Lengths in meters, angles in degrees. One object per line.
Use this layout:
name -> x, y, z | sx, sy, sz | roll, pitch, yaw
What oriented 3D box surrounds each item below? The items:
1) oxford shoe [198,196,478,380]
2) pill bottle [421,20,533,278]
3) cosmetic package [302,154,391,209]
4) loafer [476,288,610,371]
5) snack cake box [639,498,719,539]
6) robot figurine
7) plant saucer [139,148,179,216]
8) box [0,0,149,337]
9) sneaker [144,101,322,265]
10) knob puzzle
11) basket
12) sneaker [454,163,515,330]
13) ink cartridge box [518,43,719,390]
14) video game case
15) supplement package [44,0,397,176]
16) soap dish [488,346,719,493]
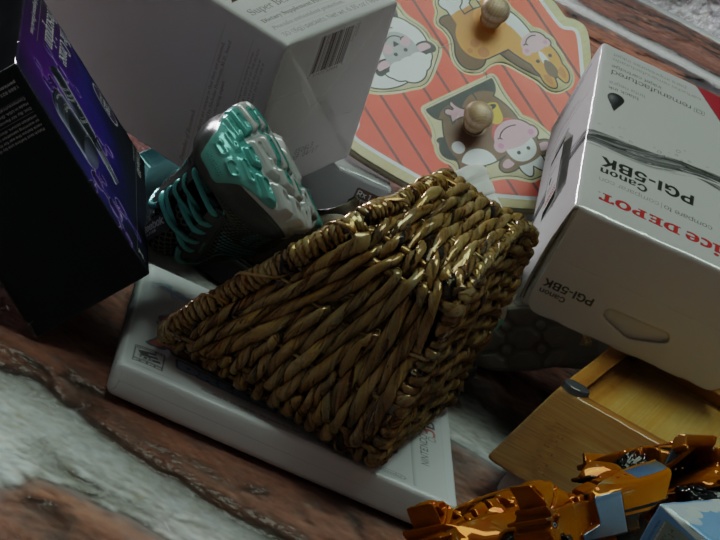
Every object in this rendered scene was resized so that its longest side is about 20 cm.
oxford shoe -> -0.008, 0.002, 1.627 | 0.200, 0.084, 0.073 | 31, 15, 9
pill bottle -> 0.094, -0.073, 1.816 | 0.200, 0.120, 0.120 | 57, 18, 0
cosmetic package -> -0.045, -0.071, 1.801 | 0.107, 0.090, 0.200 | 24, 19, -8
loafer -> 0.165, 0.035, 1.730 | 0.200, 0.070, 0.070 | 4, 18, -2
snack cake box -> 0.198, 0.178, 1.334 | 0.067, 0.115, 0.200 | 37, 19, 31
robot figurine -> 0.122, 0.126, 1.368 | 0.145, 0.058, 0.200 | -15, -3, 40
plant saucer -> -0.120, -0.055, 1.686 | 0.200, 0.070, 0.019 | -90, 157, -72
box -> -0.185, -0.069, 1.476 | 0.141, 0.079, 0.200 | 62, 5, -21
sneaker -> -0.076, -0.034, 1.423 | 0.078, 0.091, 0.200 | 64, 1, 9
knob puzzle -> 0.073, -0.126, 1.745 | 0.219, 0.220, 0.030 | 26, -27, -1
basket -> 0.000, 0.000, 1.452 | 0.149, 0.143, 0.200 | 30, 15, 10
sneaker -> 0.066, 0.001, 1.653 | 0.089, 0.075, 0.200 | 62, -3, 11
ink cartridge box -> 0.190, -0.036, 1.644 | 0.147, 0.083, 0.200 | 24, 35, -6
video game case -> -0.041, 0.069, 1.473 | 0.200, 0.024, 0.182 | 24, 16, -7
supplement package -> -0.101, -0.153, 1.643 | 0.200, 0.120, 0.121 | 33, 35, 22
soap dish -> 0.177, 0.115, 1.562 | 0.157, 0.081, 0.200 | 30, 17, 12
